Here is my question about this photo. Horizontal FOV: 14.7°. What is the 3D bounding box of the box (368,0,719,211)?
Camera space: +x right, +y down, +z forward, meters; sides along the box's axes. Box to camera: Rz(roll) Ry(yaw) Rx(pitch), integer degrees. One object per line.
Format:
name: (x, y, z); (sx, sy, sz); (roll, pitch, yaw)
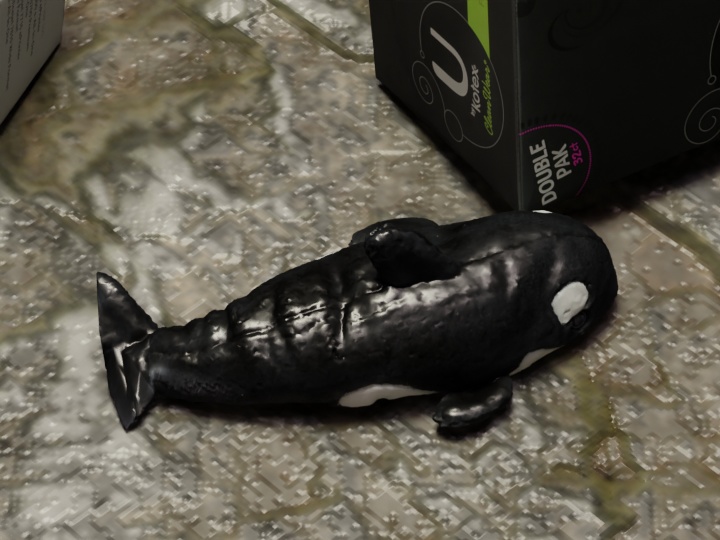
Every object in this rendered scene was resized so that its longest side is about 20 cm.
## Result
box: (0.114, -0.139, 1.124); (0.200, 0.149, 0.124); (-22, 41, -20)

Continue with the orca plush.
orca plush: (0.000, 0.000, 1.054); (0.200, 0.071, 0.105); (0, 47, 0)

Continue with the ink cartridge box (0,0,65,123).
ink cartridge box: (-0.220, -0.088, 1.111); (0.145, 0.084, 0.200); (18, 44, 9)
